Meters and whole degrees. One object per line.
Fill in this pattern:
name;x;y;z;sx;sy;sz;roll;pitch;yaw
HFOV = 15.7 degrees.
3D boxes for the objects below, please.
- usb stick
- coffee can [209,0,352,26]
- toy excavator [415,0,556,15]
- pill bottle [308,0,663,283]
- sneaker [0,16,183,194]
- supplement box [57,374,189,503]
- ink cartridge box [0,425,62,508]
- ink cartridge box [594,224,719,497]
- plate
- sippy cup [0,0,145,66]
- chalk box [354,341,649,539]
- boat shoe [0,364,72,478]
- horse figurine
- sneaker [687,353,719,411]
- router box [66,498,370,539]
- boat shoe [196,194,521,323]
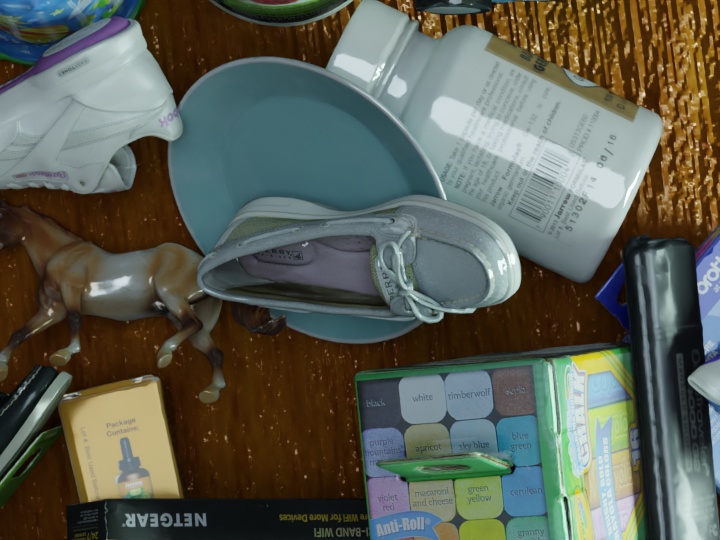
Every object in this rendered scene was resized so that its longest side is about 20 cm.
usb stick;0.185;0.078;1.544;0.033;0.055;0.201;-6;88;42
coffee can;-0.052;-0.230;1.556;0.146;0.200;0.147;0;88;2
toy excavator;0.157;-0.210;1.606;0.194;0.200;0.100;-2;88;45
pill bottle;0.074;-0.084;1.591;0.199;0.114;0.115;26;89;2
sneaker;-0.199;-0.073;1.599;0.200;0.075;0.100;-27;106;26
supplement box;-0.133;0.167;1.613;0.066;0.069;0.201;-12;90;0
ink cartridge box;-0.219;0.194;1.571;0.076;0.148;0.200;38;89;1
ink cartridge box;0.234;0.062;1.604;0.200;0.076;0.137;39;89;4
plate;-0.027;-0.045;1.583;0.200;0.200;0.026;40;46;2
sippy cup;-0.200;-0.197;1.593;0.139;0.130;0.179;8;89;2
chalk box;0.077;0.112;1.492;0.124;0.200;0.124;-5;90;25
boat shoe;-0.245;0.107;1.574;0.066;0.075;0.199;42;134;-3
horse figurine;-0.142;0.019;1.606;0.199;0.133;0.050;4;132;2
sneaker;0.257;0.023;1.521;0.146;0.081;0.201;-12;87;-15
router box;-0.076;0.216;1.556;0.199;0.052;0.158;3;80;-34
boat shoe;-0.001;-0.001;1.535;0.201;0.065;0.075;7;126;30
